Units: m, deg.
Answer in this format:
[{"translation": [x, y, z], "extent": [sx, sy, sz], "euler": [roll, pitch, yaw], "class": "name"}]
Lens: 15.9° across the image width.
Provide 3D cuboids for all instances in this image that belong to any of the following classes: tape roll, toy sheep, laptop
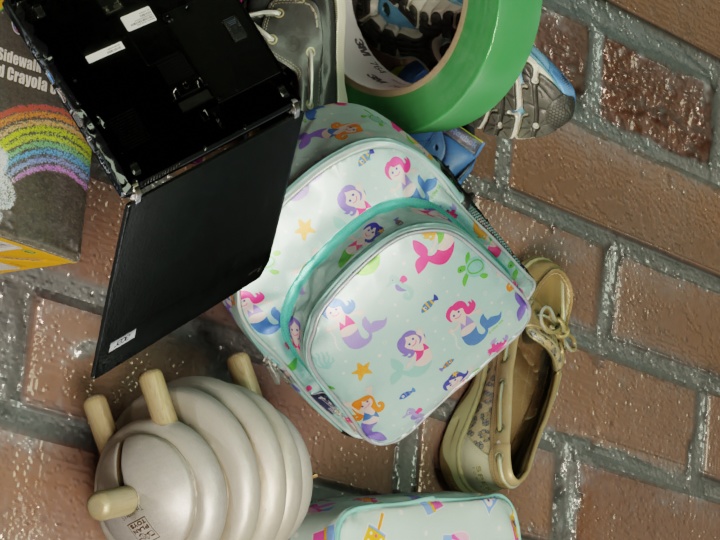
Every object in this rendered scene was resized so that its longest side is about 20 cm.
[{"translation": [0.029, -0.191, 1.705], "extent": [0.048, 0.200, 0.201], "euler": [-8, 90, -47], "class": "tape roll"}, {"translation": [-0.102, 0.126, 1.577], "extent": [0.200, 0.138, 0.139], "euler": [-10, 92, -51], "class": "toy sheep"}, {"translation": [-0.125, -0.073, 1.488], "extent": [0.200, 0.103, 0.177], "euler": [58, 39, -1], "class": "laptop"}]

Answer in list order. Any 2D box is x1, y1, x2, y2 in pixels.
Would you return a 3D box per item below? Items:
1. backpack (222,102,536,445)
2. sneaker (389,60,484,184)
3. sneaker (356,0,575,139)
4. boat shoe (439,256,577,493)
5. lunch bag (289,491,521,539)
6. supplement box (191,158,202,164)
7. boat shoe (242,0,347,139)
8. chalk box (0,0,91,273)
[{"translation": [0.000, 0.000, 1.660], "extent": [0.177, 0.151, 0.200], "euler": [-41, 121, 0], "class": "backpack"}, {"translation": [0.037, -0.063, 1.789], "extent": [0.066, 0.078, 0.201], "euler": [38, 60, -39], "class": "sneaker"}, {"translation": [0.086, -0.163, 1.764], "extent": [0.090, 0.200, 0.079], "euler": [-18, 134, -33], "class": "sneaker"}, {"translation": [0.121, 0.077, 1.867], "extent": [0.073, 0.063, 0.201], "euler": [41, 56, -35], "class": "boat shoe"}, {"translation": [0.027, 0.231, 1.736], "extent": [0.200, 0.077, 0.161], "euler": [0, 86, -47], "class": "lunch bag"}, {"translation": [-0.139, -0.175, 1.568], "extent": [0.103, 0.101, 0.201], "euler": [20, 83, -46], "class": "supplement box"}, {"translation": [-0.053, -0.155, 1.707], "extent": [0.067, 0.072, 0.201], "euler": [-8, 94, -48], "class": "boat shoe"}, {"translation": [-0.231, -0.108, 1.473], "extent": [0.125, 0.124, 0.201], "euler": [19, 70, -43], "class": "chalk box"}]
